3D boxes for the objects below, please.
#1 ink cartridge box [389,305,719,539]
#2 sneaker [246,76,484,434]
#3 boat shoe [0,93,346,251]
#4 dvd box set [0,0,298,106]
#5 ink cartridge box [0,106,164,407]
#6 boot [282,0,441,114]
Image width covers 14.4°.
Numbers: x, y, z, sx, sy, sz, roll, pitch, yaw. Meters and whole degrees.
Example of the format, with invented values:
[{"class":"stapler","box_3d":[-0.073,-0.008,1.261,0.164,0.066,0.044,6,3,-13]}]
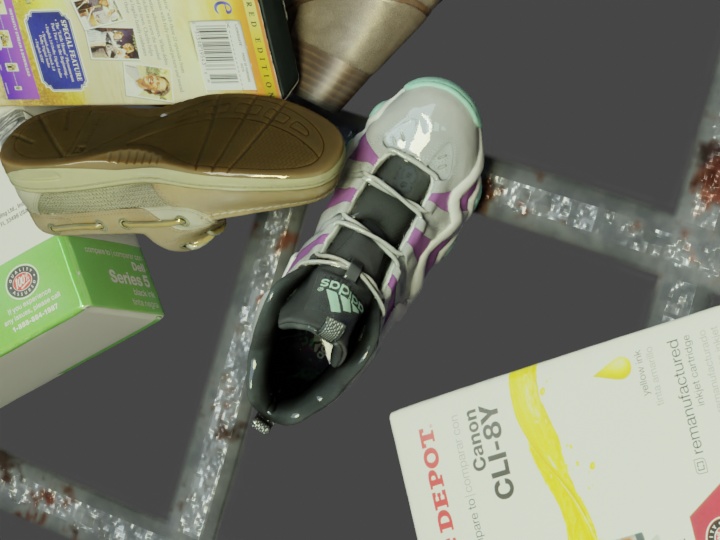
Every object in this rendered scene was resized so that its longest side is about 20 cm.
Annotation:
[{"class":"ink cartridge box","box_3d":[0.129,0.114,1.416,0.200,0.083,0.145,-19,76,28]},{"class":"sneaker","box_3d":[0.000,0.000,1.466,0.078,0.140,0.200,26,106,2]},{"class":"boat shoe","box_3d":[-0.094,-0.047,1.505,0.200,0.072,0.065,0,128,25]},{"class":"dvd box set","box_3d":[-0.141,-0.156,1.511,0.200,0.029,0.146,0,122,23]},{"class":"ink cartridge box","box_3d":[-0.219,-0.035,1.640,0.145,0.084,0.200,-28,72,25]},{"class":"boot","box_3d":[-0.036,-0.179,1.561,0.200,0.070,0.146,29,94,29]}]
